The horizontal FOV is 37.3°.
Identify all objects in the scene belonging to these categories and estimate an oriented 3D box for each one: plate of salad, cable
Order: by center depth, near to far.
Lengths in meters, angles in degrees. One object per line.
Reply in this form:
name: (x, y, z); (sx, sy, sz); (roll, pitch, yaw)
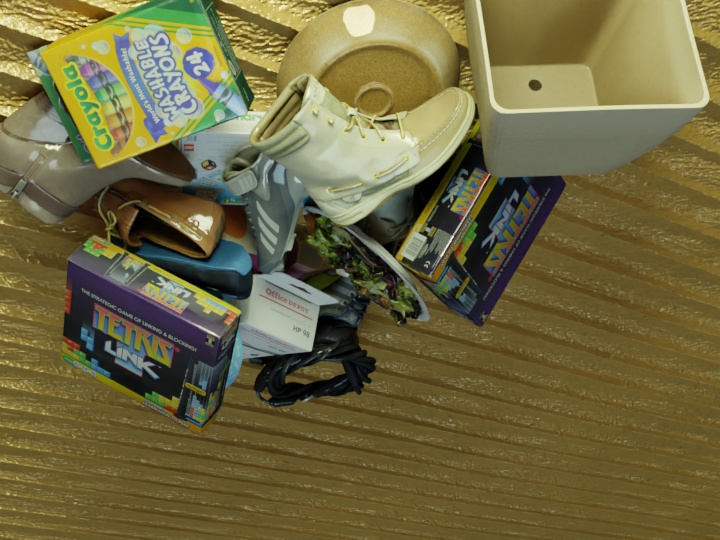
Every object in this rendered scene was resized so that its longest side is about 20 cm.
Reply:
plate of salad: (0.000, 0.000, 1.266); (0.048, 0.199, 0.201); (-48, 144, -12)
cable: (-0.056, 0.147, 1.480); (0.161, 0.051, 0.200); (6, 152, -20)

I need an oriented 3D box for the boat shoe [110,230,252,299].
boat shoe: (-0.216, -0.005, 1.258); (0.198, 0.084, 0.069); (21, 138, 31)

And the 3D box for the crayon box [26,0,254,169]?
crayon box: (-0.219, -0.183, 1.040); (0.197, 0.052, 0.127); (-18, 114, 12)

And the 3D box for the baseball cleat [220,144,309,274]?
baseball cleat: (-0.111, -0.077, 1.205); (0.105, 0.070, 0.201); (15, 135, -9)

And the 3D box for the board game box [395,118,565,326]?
board game box: (0.140, -0.057, 1.201); (0.202, 0.056, 0.165); (-59, 145, -5)

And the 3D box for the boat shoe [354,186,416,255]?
boat shoe: (0.035, -0.070, 1.243); (0.074, 0.069, 0.200); (-30, 169, -18)

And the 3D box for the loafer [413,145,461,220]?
loafer: (0.086, -0.094, 1.258); (0.072, 0.072, 0.201); (-7, 145, 0)

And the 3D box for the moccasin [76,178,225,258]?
moccasin: (-0.255, -0.059, 1.212); (0.199, 0.078, 0.074); (19, 145, 3)

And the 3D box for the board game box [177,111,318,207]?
board game box: (-0.108, -0.125, 1.213); (0.197, 0.035, 0.127); (1, 144, -11)

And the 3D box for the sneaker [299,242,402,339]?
sneaker: (-0.003, 0.028, 1.408); (0.073, 0.082, 0.199); (23, 135, -37)

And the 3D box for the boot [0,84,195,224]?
boot: (-0.297, -0.107, 1.151); (0.199, 0.071, 0.147); (33, 116, -17)

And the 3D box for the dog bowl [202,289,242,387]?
dog bowl: (-0.204, 0.061, 1.329); (0.111, 0.203, 0.049); (-30, 157, 34)

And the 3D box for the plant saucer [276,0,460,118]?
plant saucer: (0.011, -0.185, 1.113); (0.197, 0.036, 0.202); (-6, 134, -6)

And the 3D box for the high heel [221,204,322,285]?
high heel: (-0.148, -0.035, 1.325); (0.198, 0.068, 0.095); (21, 153, -35)

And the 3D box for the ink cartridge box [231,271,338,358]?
ink cartridge box: (-0.136, 0.061, 1.388); (0.115, 0.068, 0.198); (27, 155, -38)

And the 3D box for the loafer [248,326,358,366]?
loafer: (-0.099, 0.111, 1.516); (0.197, 0.064, 0.072); (-9, 164, 2)

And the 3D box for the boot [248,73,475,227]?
boot: (0.003, -0.147, 1.075); (0.199, 0.073, 0.154); (-35, 127, 19)

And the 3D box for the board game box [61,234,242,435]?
board game box: (-0.243, 0.076, 1.217); (0.198, 0.057, 0.167); (26, 132, 11)

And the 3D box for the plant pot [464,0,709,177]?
plant pot: (0.196, -0.193, 1.043); (0.197, 0.203, 0.178); (-3, 155, -6)
